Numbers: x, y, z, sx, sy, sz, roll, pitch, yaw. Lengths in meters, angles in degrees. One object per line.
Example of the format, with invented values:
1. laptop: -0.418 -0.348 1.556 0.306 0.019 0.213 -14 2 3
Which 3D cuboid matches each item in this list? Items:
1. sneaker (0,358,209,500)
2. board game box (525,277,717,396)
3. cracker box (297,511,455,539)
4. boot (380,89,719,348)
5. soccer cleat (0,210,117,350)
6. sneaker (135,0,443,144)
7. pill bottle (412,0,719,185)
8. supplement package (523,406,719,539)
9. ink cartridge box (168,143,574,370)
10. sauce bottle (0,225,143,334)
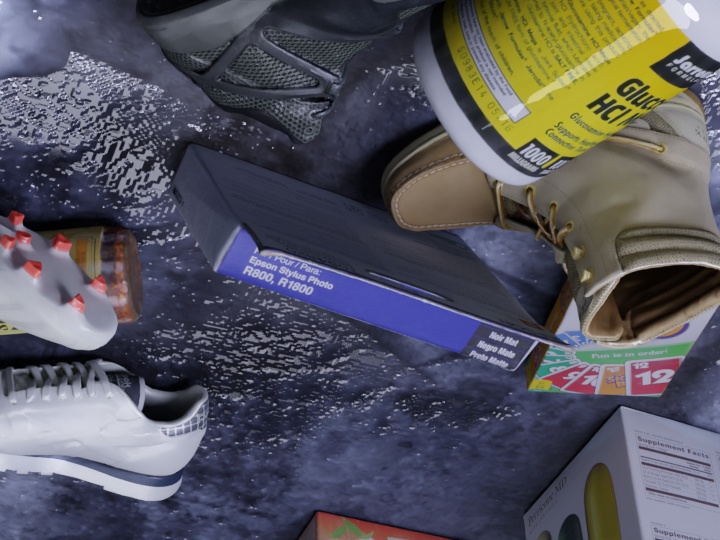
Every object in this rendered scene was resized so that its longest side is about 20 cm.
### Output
1. sneaker: -0.202 0.091 1.298 0.199 0.076 0.081 12 124 -23
2. board game box: 0.173 0.029 1.240 0.095 0.030 0.200 3 149 -7
3. cracker box: 0.021 0.285 1.416 0.134 0.200 0.058 15 135 -18
4. boot: 0.111 -0.023 1.115 0.199 0.156 0.073 -10 137 8
5. soccer cleat: -0.236 -0.004 1.144 0.200 0.069 0.078 33 112 1
6. sneaker: -0.010 -0.137 1.047 0.199 0.076 0.114 -15 138 18
7. pill bottle: 0.135 -0.138 1.022 0.200 0.113 0.112 -32 130 28
8. supplement package: 0.223 0.234 1.370 0.150 0.200 0.152 16 134 -19
9. ink cartridge box: 0.000 0.000 1.111 0.199 0.200 0.041 19 103 -21
10. sauce bottle: -0.238 0.011 1.201 0.199 0.066 0.066 -7 138 2
